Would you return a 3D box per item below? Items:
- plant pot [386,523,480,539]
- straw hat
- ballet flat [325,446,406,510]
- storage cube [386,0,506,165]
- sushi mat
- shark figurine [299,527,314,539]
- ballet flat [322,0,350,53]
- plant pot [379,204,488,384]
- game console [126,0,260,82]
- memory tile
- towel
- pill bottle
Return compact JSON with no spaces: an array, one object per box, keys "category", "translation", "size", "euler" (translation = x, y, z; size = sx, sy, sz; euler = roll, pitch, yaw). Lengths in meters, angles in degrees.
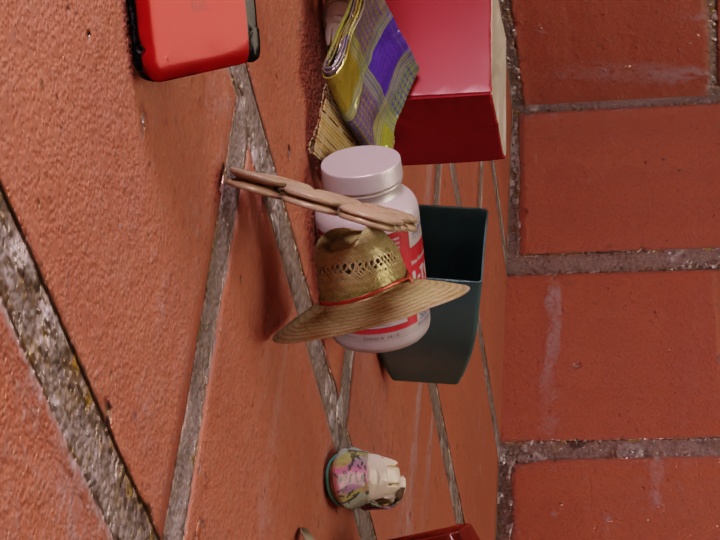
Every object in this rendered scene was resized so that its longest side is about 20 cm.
[{"category":"plant pot","translation":[0.068,0.379,1.950],"size":[0.200,0.198,0.178],"euler":[17,60,-80]},{"category":"straw hat","translation":[0.000,0.000,1.649],"size":[0.201,0.199,0.086],"euler":[-41,117,-77]},{"category":"ballet flat","translation":[0.014,0.232,1.964],"size":[0.200,0.070,0.070],"euler":[50,40,-74]},{"category":"storage cube","translation":[0.079,-0.238,2.131],"size":[0.171,0.178,0.202],"euler":[67,22,-64]},{"category":"sushi mat","translation":[-0.008,-0.138,1.941],"size":[0.200,0.012,0.097],"euler":[40,62,-63]},{"category":"shark figurine","translation":[-0.011,0.331,1.730],"size":[0.090,0.214,0.128],"euler":[-56,-152,7]},{"category":"ballet flat","translation":[-0.009,-0.238,1.965],"size":[0.062,0.067,0.202],"euler":[-50,138,-56]},{"category":"plant pot","translation":[0.085,0.039,2.250],"size":[0.142,0.140,0.201],"euler":[-80,172,-48]},{"category":"game console","translation":[-0.144,-0.251,1.318],"size":[0.172,0.118,0.202],"euler":[-20,110,-47]},{"category":"memory tile","translation":[-0.030,-0.061,1.556],"size":[0.200,0.152,0.017],"euler":[-12,118,-81]},{"category":"towel","translation":[0.014,-0.215,1.921],"size":[0.200,0.023,0.145],"euler":[60,44,-55]},{"category":"pill bottle","translation":[0.011,-0.024,1.886],"size":[0.112,0.111,0.202],"euler":[-73,159,-62]}]
